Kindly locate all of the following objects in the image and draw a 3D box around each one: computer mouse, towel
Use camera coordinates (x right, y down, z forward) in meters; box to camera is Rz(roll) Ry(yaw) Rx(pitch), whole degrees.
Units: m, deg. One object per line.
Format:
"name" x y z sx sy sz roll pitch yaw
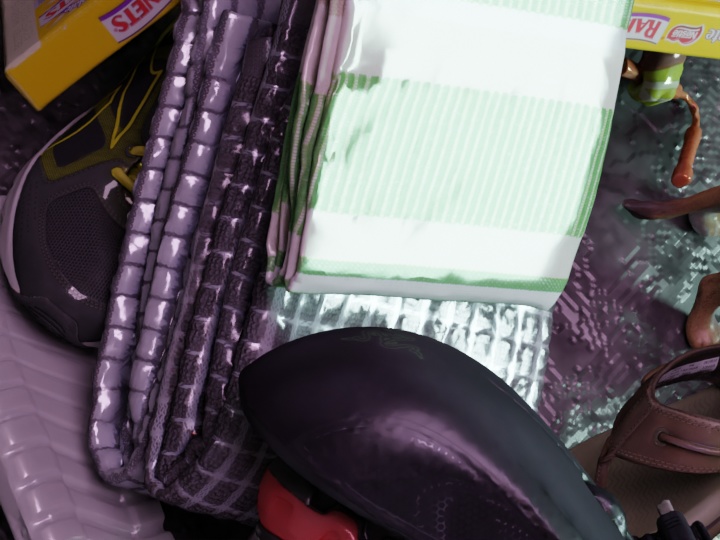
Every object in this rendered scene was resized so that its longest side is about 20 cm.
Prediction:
"computer mouse" 0.053 0.070 0.931 0.200 0.139 0.053 31 105 -11
"towel" 0.000 0.000 1.021 0.165 0.085 0.201 14 90 -42
"towel" 0.038 -0.088 0.963 0.152 0.023 0.201 4 97 -42

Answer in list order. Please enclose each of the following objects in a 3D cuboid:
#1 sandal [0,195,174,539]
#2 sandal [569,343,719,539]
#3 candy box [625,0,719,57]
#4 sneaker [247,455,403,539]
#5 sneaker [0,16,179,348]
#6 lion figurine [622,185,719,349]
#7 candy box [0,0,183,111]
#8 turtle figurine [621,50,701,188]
"sandal" -0.122 0.062 1.022 0.082 0.050 0.203 11 50 -41
"sandal" 0.142 0.055 1.083 0.057 0.201 0.080 53 15 -30
"candy box" 0.106 -0.125 1.084 0.199 0.026 0.102 3 44 -33
"sneaker" 0.033 0.149 0.937 0.200 0.071 0.098 35 98 10
"sneaker" -0.070 -0.056 1.054 0.074 0.085 0.200 37 50 -9
"lion figurine" 0.204 0.022 1.137 0.200 0.122 0.073 42 61 -4
"candy box" -0.053 -0.143 1.045 0.200 0.102 0.026 -36 114 7
"turtle figurine" 0.125 -0.147 1.196 0.161 0.064 0.200 28 64 -12
